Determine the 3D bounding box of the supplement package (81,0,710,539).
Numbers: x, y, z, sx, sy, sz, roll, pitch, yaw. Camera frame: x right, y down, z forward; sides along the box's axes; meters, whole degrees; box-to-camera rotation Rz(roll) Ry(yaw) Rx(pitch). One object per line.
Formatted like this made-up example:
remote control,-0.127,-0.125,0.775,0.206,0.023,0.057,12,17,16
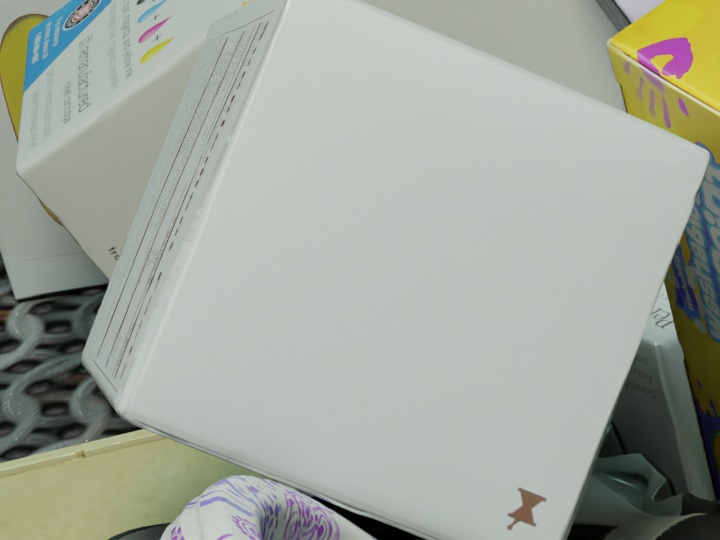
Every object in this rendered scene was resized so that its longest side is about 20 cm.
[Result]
supplement package,0.000,0.000,0.752,0.116,0.118,0.200,23,-1,-9

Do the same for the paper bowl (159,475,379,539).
paper bowl,0.010,0.148,0.600,0.104,0.200,0.201,-49,28,5

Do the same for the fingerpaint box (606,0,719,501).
fingerpaint box,0.170,-0.018,0.786,0.167,0.201,0.073,-34,43,-18

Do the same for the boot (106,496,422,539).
boot,-0.067,0.102,0.757,0.199,0.070,0.132,0,4,-15

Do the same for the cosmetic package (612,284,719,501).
cosmetic package,0.154,0.006,0.919,0.199,0.082,0.113,-25,23,-24

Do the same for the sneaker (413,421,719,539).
sneaker,0.070,0.103,0.790,0.088,0.074,0.200,-27,18,-12

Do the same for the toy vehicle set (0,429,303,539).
toy vehicle set,-0.075,0.112,0.883,0.124,0.027,0.200,-13,26,1

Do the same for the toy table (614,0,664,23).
toy table,0.138,-0.136,0.967,0.117,0.184,0.200,-37,14,12

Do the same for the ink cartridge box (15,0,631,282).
ink cartridge box,-0.003,-0.069,1.001,0.200,0.145,0.147,-35,23,11

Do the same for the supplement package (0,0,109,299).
supplement package,-0.089,-0.119,1.152,0.151,0.201,0.151,-9,27,9
